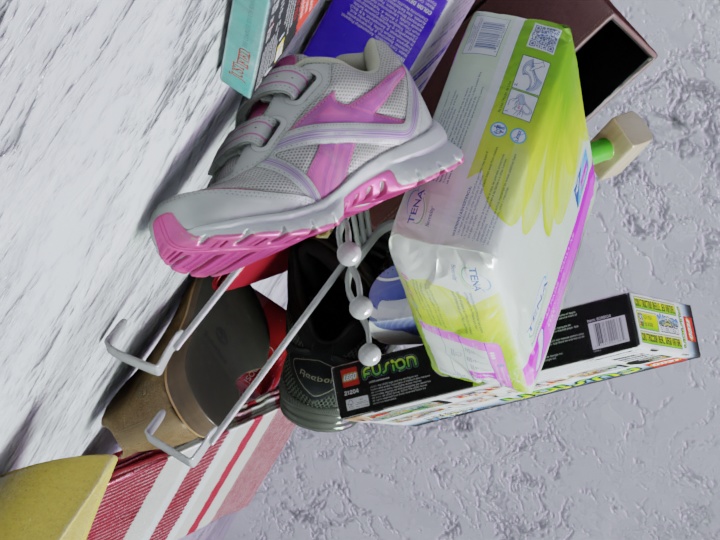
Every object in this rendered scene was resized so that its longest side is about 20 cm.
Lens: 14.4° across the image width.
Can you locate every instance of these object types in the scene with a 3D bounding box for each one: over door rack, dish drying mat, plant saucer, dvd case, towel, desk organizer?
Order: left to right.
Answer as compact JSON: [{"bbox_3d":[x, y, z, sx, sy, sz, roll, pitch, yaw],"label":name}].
[{"bbox_3d":[-0.207,0.193,1.441,0.200,0.048,0.200,-57,176,-30],"label":"plant saucer"},{"bbox_3d":[-0.129,0.143,1.834,0.200,0.023,0.144,-23,154,-39],"label":"towel"},{"bbox_3d":[-0.050,-0.024,1.785,0.077,0.018,0.200,-50,175,9],"label":"dish drying mat"},{"bbox_3d":[-0.038,0.021,1.571,0.200,0.067,0.148,-42,158,-14],"label":"over door rack"},{"bbox_3d":[0.000,-0.181,1.278,0.200,0.022,0.146,-56,177,-14],"label":"dvd case"},{"bbox_3d":[0.076,-0.101,1.738,0.200,0.077,0.072,-43,144,9],"label":"desk organizer"}]

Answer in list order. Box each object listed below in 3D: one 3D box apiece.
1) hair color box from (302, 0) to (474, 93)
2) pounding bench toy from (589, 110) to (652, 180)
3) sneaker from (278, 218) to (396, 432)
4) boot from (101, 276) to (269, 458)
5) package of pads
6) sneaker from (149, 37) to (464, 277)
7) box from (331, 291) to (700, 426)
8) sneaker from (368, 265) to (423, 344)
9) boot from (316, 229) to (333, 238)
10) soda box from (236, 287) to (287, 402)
[{"bbox_3d":[0.018,-0.140,1.609,0.200,0.065,0.109,-61,174,28],"label":"hair color box"},{"bbox_3d":[0.092,-0.099,1.997,0.156,0.200,0.124,-57,177,-44],"label":"pounding bench toy"},{"bbox_3d":[0.000,0.000,1.838,0.200,0.076,0.114,-65,168,-47],"label":"sneaker"},{"bbox_3d":[-0.107,0.051,1.734,0.075,0.074,0.200,-27,-166,20],"label":"boot"},{"bbox_3d":[0.077,-0.032,1.605,0.200,0.068,0.155,69,38,-63],"label":"package of pads"},{"bbox_3d":[-0.038,-0.059,1.437,0.081,0.088,0.200,-23,-177,43],"label":"sneaker"},{"bbox_3d":[0.095,0.056,1.746,0.200,0.035,0.110,-15,169,23],"label":"box"},{"bbox_3d":[0.064,-0.012,1.792,0.199,0.080,0.115,9,76,-63],"label":"sneaker"},{"bbox_3d":[0.037,-0.060,2.070,0.186,0.064,0.200,-15,-168,18],"label":"boot"},{"bbox_3d":[-0.095,0.078,1.951,0.063,0.070,0.200,-54,176,-25],"label":"soda box"}]
